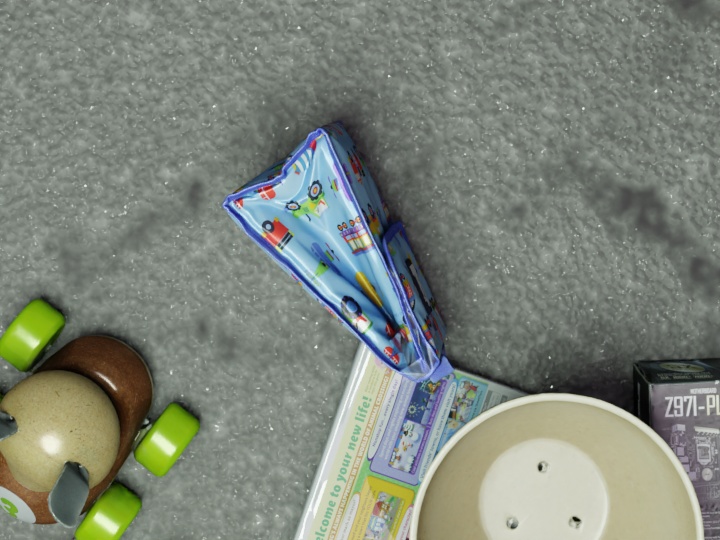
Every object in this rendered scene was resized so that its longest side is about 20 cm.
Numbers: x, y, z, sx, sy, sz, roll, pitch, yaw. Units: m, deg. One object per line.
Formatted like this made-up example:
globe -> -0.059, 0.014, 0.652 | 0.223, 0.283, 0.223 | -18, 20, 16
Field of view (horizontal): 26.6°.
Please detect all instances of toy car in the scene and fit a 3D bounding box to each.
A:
toy car -> -0.229, 0.132, 1.114 | 0.164, 0.200, 0.158 | 37, 98, -2

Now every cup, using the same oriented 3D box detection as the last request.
cup -> 0.135, 0.181, 1.093 | 0.198, 0.143, 0.203 | 0, 92, 3

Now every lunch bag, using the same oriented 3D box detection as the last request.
lunch bag -> 0.000, 0.000, 1.109 | 0.094, 0.151, 0.201 | -35, 94, 7

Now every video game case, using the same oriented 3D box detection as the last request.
video game case -> 0.053, 0.174, 1.174 | 0.180, 0.022, 0.202 | 19, 92, -6

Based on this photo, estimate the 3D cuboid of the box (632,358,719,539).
box -> 0.309, 0.152, 1.144 | 0.197, 0.086, 0.166 | -3, 98, 3

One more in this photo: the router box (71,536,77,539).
router box -> -0.184, 0.312, 1.146 | 0.049, 0.180, 0.200 | -42, 94, 8
